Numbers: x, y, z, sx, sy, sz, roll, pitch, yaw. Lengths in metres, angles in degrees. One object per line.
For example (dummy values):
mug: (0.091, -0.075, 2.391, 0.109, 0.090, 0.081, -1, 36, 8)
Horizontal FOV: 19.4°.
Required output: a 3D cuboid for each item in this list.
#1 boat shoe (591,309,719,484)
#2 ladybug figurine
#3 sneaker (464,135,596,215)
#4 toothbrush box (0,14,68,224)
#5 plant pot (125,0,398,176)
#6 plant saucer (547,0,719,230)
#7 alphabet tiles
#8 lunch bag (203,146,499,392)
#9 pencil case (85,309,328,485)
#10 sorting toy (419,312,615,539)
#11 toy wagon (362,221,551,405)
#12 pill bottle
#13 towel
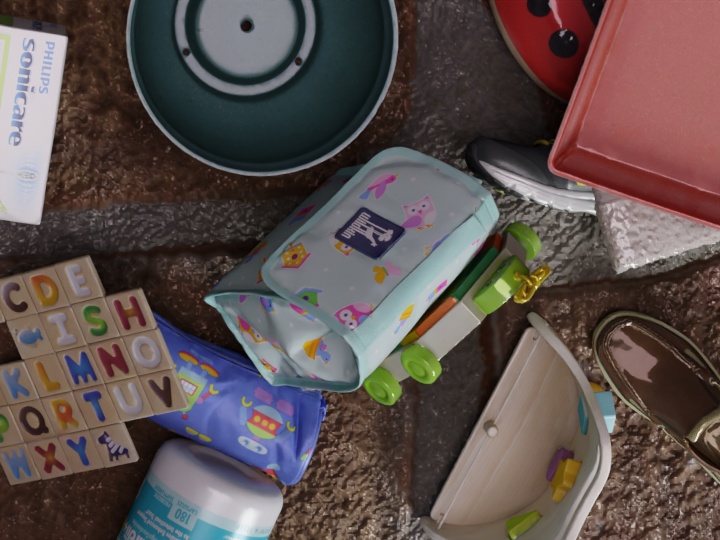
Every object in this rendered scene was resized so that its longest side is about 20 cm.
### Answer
boat shoe: (0.275, 0.110, 1.734, 0.202, 0.075, 0.075, 41, 93, -14)
ladybug figurine: (0.174, -0.213, 1.653, 0.135, 0.072, 0.201, -30, 105, -2)
sneaker: (0.178, -0.088, 1.687, 0.199, 0.074, 0.085, 13, 94, -20)
toothbrush box: (-0.329, -0.126, 1.587, 0.198, 0.086, 0.147, 9, 100, -12)
plant pot: (-0.081, -0.181, 1.588, 0.199, 0.134, 0.202, -2, 102, -9)
plant saucer: (0.263, -0.137, 1.568, 0.198, 0.037, 0.201, 18, 113, -1)
alphabet tiles: (-0.228, 0.078, 1.625, 0.199, 0.008, 0.168, -13, 106, 32)
lunch bag: (0.000, 0.000, 1.581, 0.170, 0.200, 0.122, -44, 106, -22)
pencil case: (-0.118, 0.095, 1.668, 0.199, 0.078, 0.087, 26, 104, -13)
sorting toy: (0.149, 0.160, 1.671, 0.106, 0.180, 0.201, 26, 97, -13)
toy wagon: (0.078, 0.024, 1.621, 0.040, 0.200, 0.155, 44, 60, -6)
pill bottle: (-0.148, 0.244, 1.678, 0.110, 0.111, 0.201, 23, 97, -13)
towel: (0.264, -0.084, 1.663, 0.199, 0.034, 0.134, -17, 92, -26)
